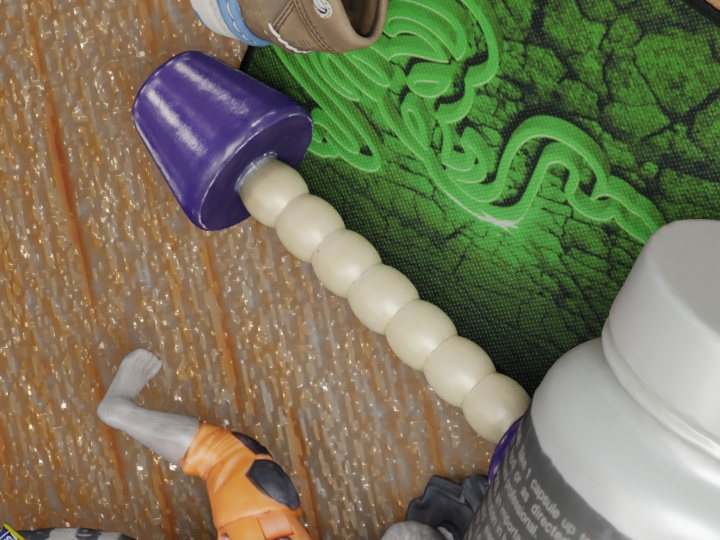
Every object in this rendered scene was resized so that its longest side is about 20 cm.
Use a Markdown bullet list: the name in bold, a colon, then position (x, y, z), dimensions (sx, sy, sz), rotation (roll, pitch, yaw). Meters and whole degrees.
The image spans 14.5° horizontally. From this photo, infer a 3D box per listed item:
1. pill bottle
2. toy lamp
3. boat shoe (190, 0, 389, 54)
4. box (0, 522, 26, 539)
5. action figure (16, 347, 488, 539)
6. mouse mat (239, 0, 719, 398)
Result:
- **pill bottle**: position (0.088, 0.092, 0.860), dimensions (0.113, 0.113, 0.200), rotation (37, 119, 24)
- **toy lamp**: position (0.000, 0.000, 0.956), dimensions (0.200, 0.058, 0.058), rotation (43, 126, 18)
- **boat shoe**: position (-0.010, -0.167, 0.912), dimensions (0.072, 0.072, 0.200), rotation (18, 121, 34)
- **box**: position (-0.115, 0.182, 1.047), dimensions (0.070, 0.064, 0.200), rotation (34, 152, 26)
- **action figure**: position (-0.032, 0.147, 1.007), dimensions (0.193, 0.105, 0.200), rotation (33, 121, 38)
- **mouse mat**: position (0.044, -0.051, 0.945), dimensions (0.200, 0.008, 0.161), rotation (39, 124, 24)
